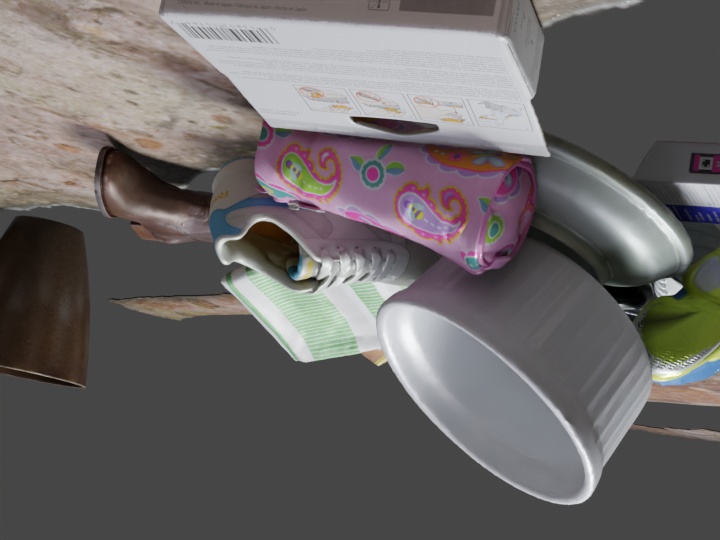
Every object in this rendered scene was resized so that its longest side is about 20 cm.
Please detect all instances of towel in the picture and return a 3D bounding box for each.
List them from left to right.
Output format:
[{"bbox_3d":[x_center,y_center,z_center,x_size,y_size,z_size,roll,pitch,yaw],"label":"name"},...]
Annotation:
[{"bbox_3d":[-0.004,0.028,1.079,0.198,0.024,0.153,-8,143,27],"label":"towel"}]

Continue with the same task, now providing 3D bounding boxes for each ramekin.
[{"bbox_3d":[0.115,0.065,0.904,0.200,0.098,0.201,38,159,18],"label":"ramekin"}]

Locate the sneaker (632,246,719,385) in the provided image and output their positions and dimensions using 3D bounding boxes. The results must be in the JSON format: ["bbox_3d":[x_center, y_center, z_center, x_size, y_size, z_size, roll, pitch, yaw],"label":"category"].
[{"bbox_3d":[0.283,0.022,0.932,0.199,0.076,0.105,-27,159,-4],"label":"sneaker"}]

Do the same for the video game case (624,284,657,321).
[{"bbox_3d":[0.253,0.021,1.150,0.198,0.019,0.143,12,-159,-9],"label":"video game case"}]

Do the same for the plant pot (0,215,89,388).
[{"bbox_3d":[-0.433,0.037,1.632,0.185,0.202,0.187,10,169,2],"label":"plant pot"}]

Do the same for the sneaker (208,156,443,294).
[{"bbox_3d":[-0.021,-0.017,0.944,0.198,0.081,0.077,14,135,-14],"label":"sneaker"}]

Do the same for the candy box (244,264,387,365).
[{"bbox_3d":[0.000,0.000,1.129,0.115,0.056,0.200,-29,134,26],"label":"candy box"}]

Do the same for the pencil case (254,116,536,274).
[{"bbox_3d":[0.019,-0.063,0.847,0.198,0.088,0.087,20,175,27],"label":"pencil case"}]

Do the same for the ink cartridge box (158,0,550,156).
[{"bbox_3d":[0.008,-0.126,0.728,0.198,0.045,0.176,8,169,19],"label":"ink cartridge box"}]

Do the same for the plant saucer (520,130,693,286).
[{"bbox_3d":[0.140,-0.035,0.900,0.199,0.051,0.200,30,170,6],"label":"plant saucer"}]

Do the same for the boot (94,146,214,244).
[{"bbox_3d":[-0.135,-0.065,1.176,0.198,0.065,0.186,5,168,12],"label":"boot"}]

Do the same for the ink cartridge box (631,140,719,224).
[{"bbox_3d":[0.265,-0.056,0.857,0.198,0.038,0.095,4,167,27],"label":"ink cartridge box"}]

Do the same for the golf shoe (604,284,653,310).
[{"bbox_3d":[0.156,-0.013,1.036,0.198,0.073,0.092,9,-157,-17],"label":"golf shoe"}]

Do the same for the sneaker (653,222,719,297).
[{"bbox_3d":[0.267,0.000,1.011,0.070,0.074,0.199,-29,149,31],"label":"sneaker"}]
